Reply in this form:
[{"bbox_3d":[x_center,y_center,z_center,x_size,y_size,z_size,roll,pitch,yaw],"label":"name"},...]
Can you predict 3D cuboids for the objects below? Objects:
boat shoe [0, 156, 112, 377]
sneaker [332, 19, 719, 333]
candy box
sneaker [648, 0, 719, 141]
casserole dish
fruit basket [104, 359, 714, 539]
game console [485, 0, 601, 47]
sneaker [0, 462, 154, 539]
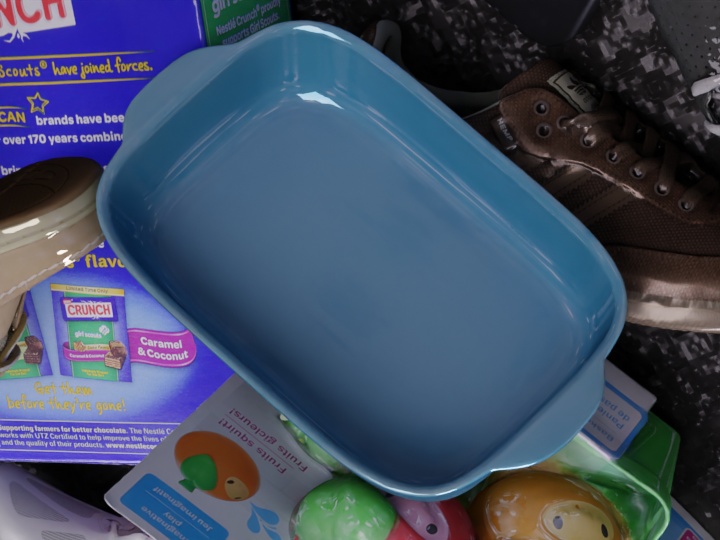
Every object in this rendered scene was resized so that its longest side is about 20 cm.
[{"bbox_3d":[-0.152,0.018,1.091,0.200,0.072,0.065,-27,101,38],"label":"boat shoe"},{"bbox_3d":[0.076,-0.033,1.058,0.199,0.070,0.076,15,109,16],"label":"sneaker"},{"bbox_3d":[-0.106,-0.032,1.133,0.169,0.077,0.201,0,110,25],"label":"candy box"},{"bbox_3d":[0.150,-0.027,0.966,0.075,0.116,0.200,-21,123,34],"label":"sneaker"},{"bbox_3d":[0.000,0.000,1.020,0.200,0.121,0.039,41,162,20],"label":"casserole dish"},{"bbox_3d":[0.031,0.086,1.047,0.185,0.200,0.094,38,120,7],"label":"fruit basket"},{"bbox_3d":[-0.005,-0.159,0.979,0.200,0.116,0.176,43,147,9],"label":"game console"},{"bbox_3d":[-0.055,0.110,1.176,0.200,0.076,0.116,33,110,0],"label":"sneaker"}]
